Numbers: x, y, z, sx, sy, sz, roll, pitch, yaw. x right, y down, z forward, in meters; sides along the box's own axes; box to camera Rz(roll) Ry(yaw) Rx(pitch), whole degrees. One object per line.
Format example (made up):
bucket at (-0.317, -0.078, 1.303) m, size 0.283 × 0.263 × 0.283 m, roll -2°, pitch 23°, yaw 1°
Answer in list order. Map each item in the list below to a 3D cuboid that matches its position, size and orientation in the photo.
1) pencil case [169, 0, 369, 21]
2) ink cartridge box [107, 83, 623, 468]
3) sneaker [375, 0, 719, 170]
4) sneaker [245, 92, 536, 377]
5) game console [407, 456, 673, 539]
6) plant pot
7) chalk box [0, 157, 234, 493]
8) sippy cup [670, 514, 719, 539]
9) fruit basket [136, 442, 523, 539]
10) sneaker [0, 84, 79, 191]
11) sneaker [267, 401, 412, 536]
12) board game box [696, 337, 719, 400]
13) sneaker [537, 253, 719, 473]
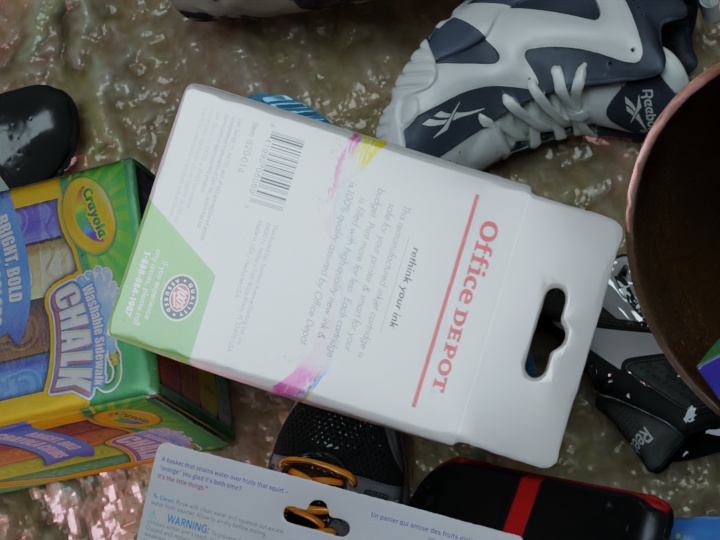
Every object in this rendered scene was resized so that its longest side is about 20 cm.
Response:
pencil case at (-0.022, -0.181, 0.839) m, size 0.198 × 0.090 × 0.078 m, roll -1°, pitch 49°, yaw 35°
ink cartridge box at (0.004, 0.005, 0.705) m, size 0.198 × 0.067 × 0.118 m, roll 18°, pitch 85°, yaw 4°
sneaker at (0.104, -0.086, 0.811) m, size 0.129 × 0.080 × 0.199 m, roll 33°, pitch 73°, yaw 30°
sneaker at (0.000, 0.000, 0.781) m, size 0.076 × 0.081 × 0.200 m, roll -41°, pitch 91°, yaw -2°
game console at (0.051, 0.185, 0.710) m, size 0.176 × 0.031 × 0.202 m, roll 3°, pitch 69°, yaw 58°
plant pot at (0.241, -0.041, 0.694) m, size 0.186 × 0.188 × 0.200 m, roll 31°, pitch 40°, yaw 21°
chalk box at (-0.137, 0.031, 0.814) m, size 0.198 × 0.124 × 0.125 m, roll -12°, pitch 70°, yaw 12°
sippy cup at (0.156, 0.181, 0.694) m, size 0.176 × 0.140 × 0.131 m, roll 15°, pitch 65°, yaw -5°
fruit basket at (-0.031, 0.189, 0.669) m, size 0.184 × 0.094 × 0.202 m, roll 9°, pitch 79°, yaw 30°
sneaker at (-0.253, -0.053, 0.891) m, size 0.199 × 0.089 × 0.075 m, roll -26°, pitch 67°, yaw 4°
sneaker at (-0.028, 0.140, 0.777) m, size 0.077 × 0.077 × 0.202 m, roll 9°, pitch 74°, yaw 18°
board game box at (0.238, 0.044, 0.587) m, size 0.135 × 0.029 × 0.200 m, roll 53°, pitch 134°, yaw 0°
sneaker at (0.136, 0.046, 0.769) m, size 0.198 × 0.067 × 0.091 m, roll 20°, pitch 76°, yaw 17°
